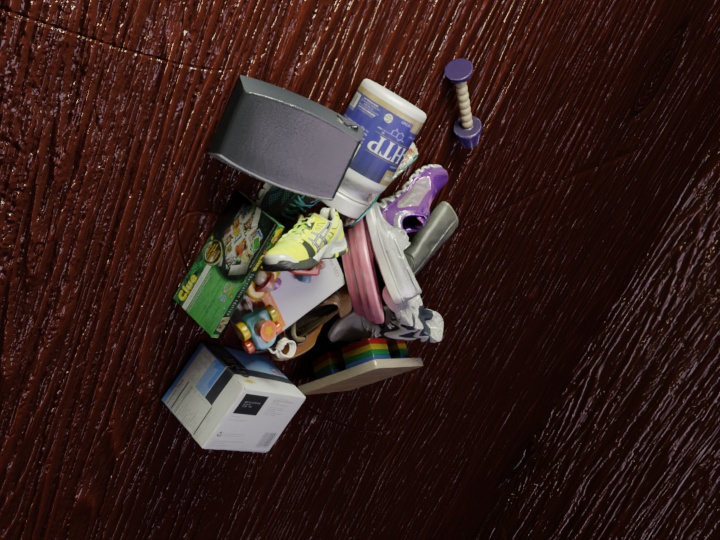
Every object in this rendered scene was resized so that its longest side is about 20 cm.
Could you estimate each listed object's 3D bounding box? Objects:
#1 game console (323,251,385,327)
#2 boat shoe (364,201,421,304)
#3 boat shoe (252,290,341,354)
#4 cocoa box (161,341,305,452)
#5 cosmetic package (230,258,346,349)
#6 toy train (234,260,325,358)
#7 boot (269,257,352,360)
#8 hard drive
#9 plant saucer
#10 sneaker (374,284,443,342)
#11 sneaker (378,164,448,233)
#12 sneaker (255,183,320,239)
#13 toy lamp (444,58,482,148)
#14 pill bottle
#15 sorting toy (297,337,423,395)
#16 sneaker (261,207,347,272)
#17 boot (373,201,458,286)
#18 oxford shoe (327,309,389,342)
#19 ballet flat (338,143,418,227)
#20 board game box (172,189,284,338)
[{"bbox_3d":[0.009,0.040,1.648,0.199,0.031,0.178,4,124,-55],"label":"game console"},{"bbox_3d":[0.058,-0.040,1.452,0.068,0.202,0.072,-19,-179,-1],"label":"boat shoe"},{"bbox_3d":[-0.121,0.096,1.418,0.199,0.072,0.072,-27,118,5],"label":"boat shoe"},{"bbox_3d":[-0.221,0.226,1.418,0.134,0.131,0.200,-54,150,6],"label":"cocoa box"},{"bbox_3d":[-0.131,0.029,1.356,0.200,0.071,0.102,-38,122,-24],"label":"cosmetic package"},{"bbox_3d":[-0.122,0.046,1.286,0.149,0.055,0.202,12,92,-36],"label":"toy train"},{"bbox_3d":[-0.101,0.063,1.489,0.201,0.071,0.145,-36,138,-21],"label":"boot"},{"bbox_3d":[-0.102,-0.179,1.140,0.199,0.042,0.136,19,110,-26],"label":"hard drive"},{"bbox_3d":[0.000,0.000,1.450,0.050,0.202,0.201,-11,145,2],"label":"plant saucer"},{"bbox_3d":[0.066,0.087,1.588,0.199,0.129,0.080,33,56,-49],"label":"sneaker"},{"bbox_3d":[0.106,-0.123,1.539,0.200,0.088,0.081,-40,147,-22],"label":"sneaker"},{"bbox_3d":[-0.098,-0.122,1.244,0.077,0.091,0.201,11,114,-40],"label":"sneaker"},{"bbox_3d":[0.193,-0.303,1.497,0.058,0.058,0.200,-44,147,-13],"label":"toy lamp"},{"bbox_3d":[0.008,-0.192,1.295,0.119,0.119,0.201,8,116,-57],"label":"pill bottle"},{"bbox_3d":[-0.004,0.196,1.672,0.198,0.070,0.199,-23,165,28],"label":"sorting toy"},{"bbox_3d":[-0.089,-0.045,1.211,0.200,0.075,0.077,-30,114,-62],"label":"sneaker"},{"bbox_3d":[0.118,-0.056,1.593,0.200,0.073,0.182,-45,162,-11],"label":"boot"},{"bbox_3d":[0.010,0.120,1.660,0.199,0.058,0.075,-2,130,-52],"label":"oxford shoe"},{"bbox_3d":[0.019,-0.165,1.409,0.200,0.075,0.064,-49,120,-14],"label":"ballet flat"},{"bbox_3d":[-0.202,-0.010,1.217,0.201,0.105,0.023,-57,152,10],"label":"board game box"}]
